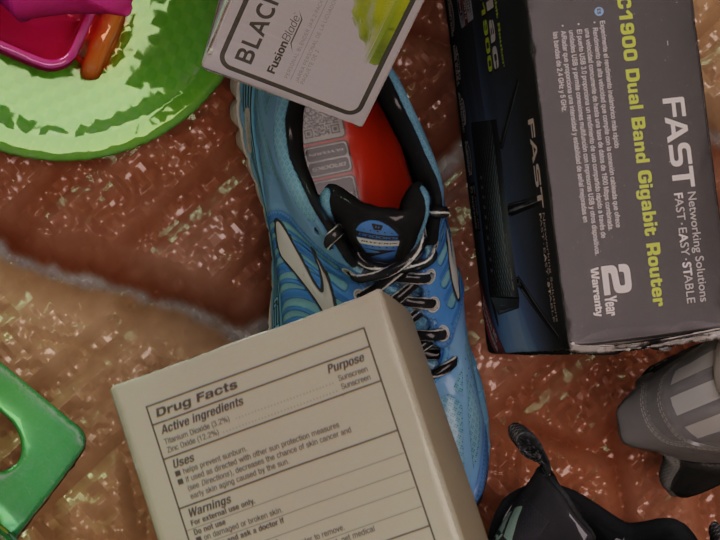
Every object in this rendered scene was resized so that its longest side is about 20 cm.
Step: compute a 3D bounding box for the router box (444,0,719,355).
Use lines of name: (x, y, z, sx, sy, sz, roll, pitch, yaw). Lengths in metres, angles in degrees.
router box: (0.076, -0.069, 1.042, 0.062, 0.150, 0.201, -7, 88, -9)

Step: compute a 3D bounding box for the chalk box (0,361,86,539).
chalk box: (-0.179, 0.118, 1.004, 0.124, 0.124, 0.200, 39, 82, -6)

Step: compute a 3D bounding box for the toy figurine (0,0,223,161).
toy figurine: (-0.092, -0.147, 0.997, 0.149, 0.184, 0.201, 24, 82, -4)

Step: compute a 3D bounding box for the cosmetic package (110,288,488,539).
cosmetic package: (-0.002, 0.120, 0.979, 0.103, 0.073, 0.201, -19, 79, 8)

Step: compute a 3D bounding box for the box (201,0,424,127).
box: (0.004, -0.157, 0.999, 0.060, 0.200, 0.117, 21, 127, -8)

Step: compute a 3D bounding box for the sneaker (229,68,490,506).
sneaker: (0.000, 0.000, 1.056, 0.078, 0.090, 0.201, -18, 90, -10)

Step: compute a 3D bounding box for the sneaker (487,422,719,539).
sneaker: (0.040, 0.121, 1.044, 0.199, 0.078, 0.141, -3, 115, -19)

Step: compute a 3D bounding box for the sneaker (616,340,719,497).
sneaker: (0.171, 0.044, 1.096, 0.199, 0.115, 0.075, 2, 69, -44)
